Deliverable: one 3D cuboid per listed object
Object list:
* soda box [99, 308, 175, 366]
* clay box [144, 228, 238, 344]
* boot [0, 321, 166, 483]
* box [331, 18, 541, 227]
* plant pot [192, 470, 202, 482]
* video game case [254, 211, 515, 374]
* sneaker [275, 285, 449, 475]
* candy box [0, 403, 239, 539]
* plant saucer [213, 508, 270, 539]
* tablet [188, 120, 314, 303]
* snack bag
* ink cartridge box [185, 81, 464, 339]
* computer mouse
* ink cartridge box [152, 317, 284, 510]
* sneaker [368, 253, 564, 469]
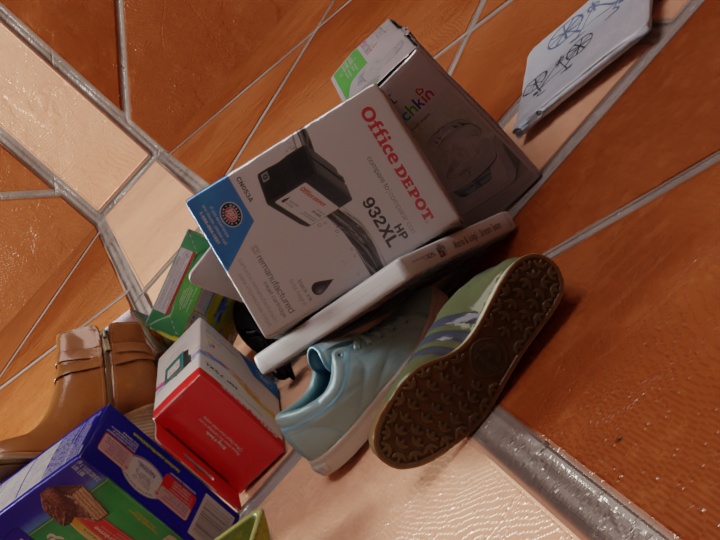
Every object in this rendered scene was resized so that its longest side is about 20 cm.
[{"bbox_3d":[-0.234,0.101,1.622,0.068,0.064,0.200,-38,-17,4],"label":"soda box"},{"bbox_3d":[-0.168,0.032,1.578,0.200,0.048,0.115,51,-119,-76],"label":"clay box"},{"bbox_3d":[-0.292,0.131,1.430,0.074,0.200,0.155,-56,46,52],"label":"boot"},{"bbox_3d":[0.071,-0.148,1.411,0.097,0.176,0.200,-45,18,9],"label":"box"},{"bbox_3d":[-0.273,0.210,1.518,0.200,0.142,0.200,-42,18,17],"label":"plant pot"},{"bbox_3d":[0.023,0.019,1.283,0.200,0.024,0.182,-34,-7,38],"label":"video game case"},{"bbox_3d":[0.002,0.077,1.238,0.200,0.082,0.074,-54,19,-24],"label":"sneaker"},{"bbox_3d":[-0.241,0.240,1.325,0.200,0.169,0.077,-36,19,36],"label":"candy box"},{"bbox_3d":[-0.145,0.312,1.135,0.200,0.048,0.200,-39,19,28],"label":"plant saucer"},{"bbox_3d":[-0.064,-0.047,1.370,0.200,0.130,0.014,-50,50,15],"label":"tablet"},{"bbox_3d":[0.238,-0.235,1.463,0.189,0.021,0.200,-38,19,31],"label":"snack bag"},{"bbox_3d":[-0.029,-0.051,1.261,0.200,0.145,0.084,-31,-5,5],"label":"ink cartridge box"},{"bbox_3d":[-0.122,0.037,1.531,0.046,0.141,0.200,-22,17,-2],"label":"computer mouse"},{"bbox_3d":[-0.138,0.137,1.392,0.067,0.116,0.200,-44,18,9],"label":"ink cartridge box"},{"bbox_3d":[0.077,0.070,1.114,0.200,0.067,0.090,-50,9,-7],"label":"sneaker"}]
